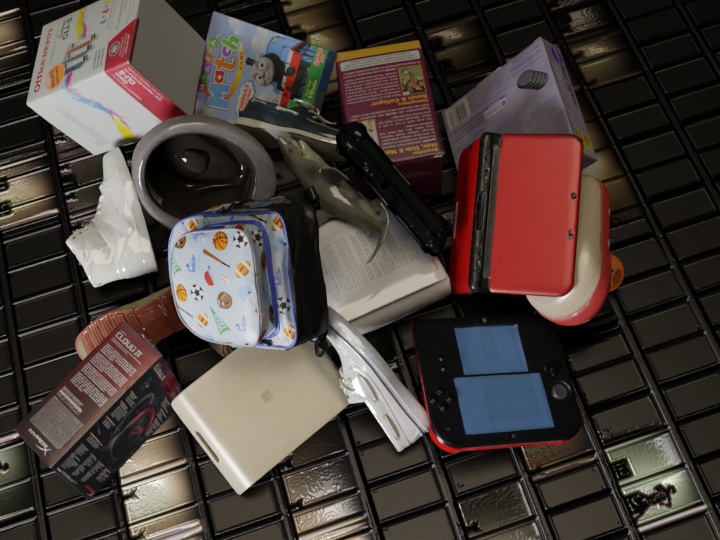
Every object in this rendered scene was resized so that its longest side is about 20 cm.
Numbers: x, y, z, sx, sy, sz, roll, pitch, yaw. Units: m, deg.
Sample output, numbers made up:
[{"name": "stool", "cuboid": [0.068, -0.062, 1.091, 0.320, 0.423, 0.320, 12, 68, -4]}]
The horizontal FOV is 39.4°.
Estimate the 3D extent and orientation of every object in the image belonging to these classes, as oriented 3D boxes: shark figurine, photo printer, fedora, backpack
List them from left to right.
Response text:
[{"name": "fedora", "cuboid": [-0.218, -0.139, 1.397, 0.196, 0.179, 0.091, 11, 26, -15]}, {"name": "backpack", "cuboid": [-0.143, 0.007, 1.200, 0.188, 0.153, 0.204, 1, 97, 39]}, {"name": "shark figurine", "cuboid": [-0.030, -0.077, 1.312, 0.090, 0.128, 0.214, -48, 64, 1]}, {"name": "photo printer", "cuboid": [0.000, 0.000, 1.339, 0.197, 0.070, 0.168, -24, 63, -8]}]

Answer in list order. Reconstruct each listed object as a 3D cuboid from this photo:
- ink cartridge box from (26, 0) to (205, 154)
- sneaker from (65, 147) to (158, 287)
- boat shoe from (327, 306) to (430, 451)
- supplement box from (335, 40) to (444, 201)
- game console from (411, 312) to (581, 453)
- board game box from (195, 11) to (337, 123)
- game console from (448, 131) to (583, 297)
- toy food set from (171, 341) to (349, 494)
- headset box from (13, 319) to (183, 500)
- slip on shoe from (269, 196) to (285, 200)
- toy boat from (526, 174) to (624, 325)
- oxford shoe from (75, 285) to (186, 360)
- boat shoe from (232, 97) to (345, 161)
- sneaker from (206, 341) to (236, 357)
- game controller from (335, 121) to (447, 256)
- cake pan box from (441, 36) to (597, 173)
[{"name": "ink cartridge box", "cuboid": [-0.345, -0.281, 1.424, 0.197, 0.144, 0.148, -14, 58, 28]}, {"name": "sneaker", "cuboid": [-0.360, -0.075, 1.399, 0.114, 0.074, 0.203, -17, 65, -8]}, {"name": "boat shoe", "cuboid": [0.007, 0.138, 1.241, 0.067, 0.074, 0.200, -42, 91, -6]}, {"name": "supplement box", "cuboid": [0.040, -0.208, 1.423, 0.128, 0.104, 0.203, -8, 62, -1]}, {"name": "game console", "cuboid": [0.170, 0.136, 1.258, 0.196, 0.031, 0.180, -1, 63, -14]}, {"name": "board game box", "cuboid": [-0.144, -0.270, 1.451, 0.197, 0.036, 0.154, 22, 102, 21]}, {"name": "game console", "cuboid": [0.194, -0.066, 1.293, 0.116, 0.172, 0.204, 7, 83, -10]}, {"name": "toy food set", "cuboid": [-0.119, 0.164, 1.273, 0.199, 0.060, 0.144, -38, 85, -13]}, {"name": "headset box", "cuboid": [-0.304, 0.166, 1.233, 0.075, 0.149, 0.200, 37, 72, 20]}, {"name": "slip on shoe", "cuboid": [-0.164, -0.033, 1.375, 0.198, 0.061, 0.077, -34, 78, 8]}, {"name": "toy boat", "cuboid": [0.291, -0.015, 1.310, 0.130, 0.130, 0.202, 30, 48, -22]}, {"name": "oxford shoe", "cuboid": [-0.282, 0.070, 1.333, 0.197, 0.074, 0.072, -22, 98, 9]}, {"name": "boat shoe", "cuboid": [-0.084, -0.196, 1.371, 0.197, 0.075, 0.063, 14, 70, 35]}, {"name": "sneaker", "cuboid": [-0.127, 0.029, 1.313, 0.075, 0.070, 0.201, 43, 104, 8]}, {"name": "game controller", "cuboid": [0.042, -0.106, 1.289, 0.042, 0.105, 0.201, -39, 101, 12]}, {"name": "cake pan box", "cuboid": [0.206, -0.181, 1.362, 0.199, 0.052, 0.187, -34, 55, 35]}]
